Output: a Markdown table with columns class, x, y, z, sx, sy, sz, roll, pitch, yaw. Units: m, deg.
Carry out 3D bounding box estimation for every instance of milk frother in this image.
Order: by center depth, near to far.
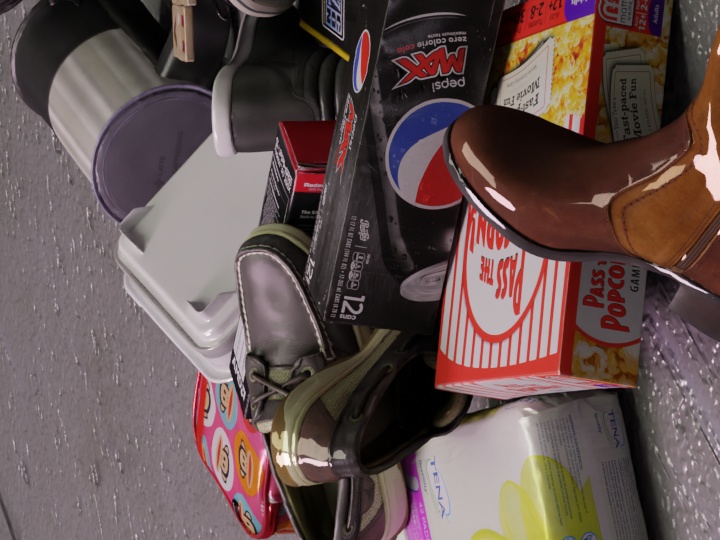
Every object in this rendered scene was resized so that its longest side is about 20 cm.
| class | x | y | z | sx | sy | sz | roll | pitch | yaw |
| --- | --- | --- | --- | --- | --- | --- | --- | --- | --- |
| milk frother | -0.204 | -0.145 | 1.892 | 0.188 | 0.199 | 0.181 | 48 | 136 | 52 |

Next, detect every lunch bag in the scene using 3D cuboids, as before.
| class | x | y | z | sx | sy | sz | roll | pitch | yaw |
| --- | --- | --- | --- | --- | --- | --- | --- | --- | --- |
| lunch bag | -0.057 | 0.060 | 1.775 | 0.176 | 0.082 | 0.201 | -126 | 38 | -54 |

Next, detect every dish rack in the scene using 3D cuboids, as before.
| class | x | y | z | sx | sy | sz | roll | pitch | yaw |
| --- | --- | --- | --- | --- | --- | --- | --- | --- | --- |
| dish rack | -0.078 | -0.032 | 1.697 | 0.044 | 0.172 | 0.200 | 44 | 179 | -35 |

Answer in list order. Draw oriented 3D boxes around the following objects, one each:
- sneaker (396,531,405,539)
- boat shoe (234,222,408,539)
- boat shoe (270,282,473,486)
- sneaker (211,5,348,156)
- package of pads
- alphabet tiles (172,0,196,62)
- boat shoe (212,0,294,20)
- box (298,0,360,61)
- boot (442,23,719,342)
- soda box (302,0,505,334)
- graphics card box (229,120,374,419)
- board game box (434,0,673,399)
| class | x | y | z | sx | sy | sz | roll | pitch | yaw |
| --- | --- | --- | --- | --- | --- | --- | --- | --- | --- |
| sneaker | 0.013 | 0.213 | 1.591 | 0.079 | 0.129 | 0.200 | -150 | 55 | -60 |
| boat shoe | -0.029 | 0.074 | 1.491 | 0.071 | 0.066 | 0.202 | -4 | 112 | 37 |
| boat shoe | 0.032 | 0.063 | 1.455 | 0.065 | 0.200 | 0.074 | 11 | 127 | 36 |
| sneaker | -0.030 | -0.121 | 1.669 | 0.200 | 0.099 | 0.071 | -74 | -16 | -65 |
| package of pads | 0.091 | 0.149 | 1.469 | 0.200 | 0.068 | 0.155 | 158 | 102 | -65 |
| alphabet tiles | -0.111 | -0.228 | 1.603 | 0.167 | 0.008 | 0.201 | -142 | 50 | -80 |
| boat shoe | -0.079 | -0.195 | 1.654 | 0.200 | 0.062 | 0.075 | -86 | -29 | -70 |
| box | 0.016 | -0.218 | 1.546 | 0.160 | 0.049 | 0.201 | -135 | 43 | -58 |
| boot | 0.142 | -0.067 | 1.178 | 0.188 | 0.069 | 0.200 | 35 | 143 | 10 |
| soda box | 0.023 | -0.072 | 1.408 | 0.071 | 0.063 | 0.201 | -119 | 38 | -68 |
| graphics card box | 0.000 | 0.000 | 1.553 | 0.051 | 0.125 | 0.201 | -112 | 25 | -45 |
| board game box | 0.097 | -0.038 | 1.356 | 0.151 | 0.046 | 0.201 | 166 | 111 | -67 |
